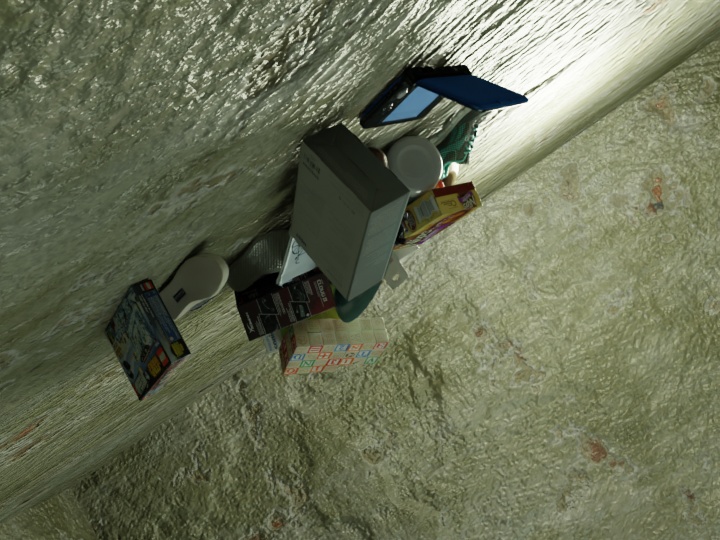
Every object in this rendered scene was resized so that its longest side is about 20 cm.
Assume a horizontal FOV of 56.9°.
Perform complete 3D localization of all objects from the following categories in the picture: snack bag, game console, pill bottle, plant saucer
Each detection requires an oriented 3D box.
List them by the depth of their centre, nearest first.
[{"bbox_3d":[0.125,-0.237,0.986,0.170,0.119,0.199,-39,172,37],"label":"game console"},{"bbox_3d":[-0.073,-0.081,1.191,0.188,0.021,0.203,-28,143,-55],"label":"snack bag"},{"bbox_3d":[0.000,0.000,1.260,0.201,0.027,0.202,-52,-158,31],"label":"plant saucer"},{"bbox_3d":[0.089,-0.175,1.297,0.110,0.112,0.200,-32,174,-11],"label":"pill bottle"}]

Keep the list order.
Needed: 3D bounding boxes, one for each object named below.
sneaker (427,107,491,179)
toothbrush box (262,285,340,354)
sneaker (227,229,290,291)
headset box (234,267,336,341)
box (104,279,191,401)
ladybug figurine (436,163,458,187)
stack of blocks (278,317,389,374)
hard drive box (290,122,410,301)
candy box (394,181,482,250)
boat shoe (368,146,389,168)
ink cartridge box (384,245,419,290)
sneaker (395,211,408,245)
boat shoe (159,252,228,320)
[{"bbox_3d":[0.203,-0.260,1.336,0.199,0.092,0.077,-39,173,36],"label":"sneaker"},{"bbox_3d":[-0.111,0.095,1.428,0.196,0.088,0.146,-17,-172,2],"label":"toothbrush box"},{"bbox_3d":[-0.164,-0.035,1.274,0.199,0.074,0.114,-25,-176,37],"label":"sneaker"},{"bbox_3d":[-0.142,0.047,1.300,0.197,0.079,0.149,-21,-163,-9],"label":"headset box"},{"bbox_3d":[-0.355,0.120,1.096,0.040,0.138,0.200,-24,169,-40],"label":"box"},{"bbox_3d":[0.149,-0.190,1.541,0.200,0.072,0.137,-45,154,-20],"label":"ladybug figurine"},{"bbox_3d":[-0.055,0.152,1.337,0.196,0.059,0.116,0,145,-23],"label":"stack of blocks"},{"bbox_3d":[-0.023,-0.081,0.969,0.076,0.156,0.201,-29,154,-30],"label":"hard drive box"},{"bbox_3d":[0.125,-0.100,1.284,0.115,0.057,0.199,-15,168,-38],"label":"candy box"},{"bbox_3d":[0.020,-0.153,1.191,0.071,0.070,0.201,-53,166,-29],"label":"boat shoe"},{"bbox_3d":[0.063,-0.067,1.563,0.067,0.202,0.115,-30,173,-25],"label":"ink cartridge box"},{"bbox_3d":[0.015,-0.102,1.105,0.200,0.138,0.079,39,68,-50],"label":"sneaker"},{"bbox_3d":[-0.266,0.015,1.129,0.199,0.075,0.093,-29,-175,39],"label":"boat shoe"}]
